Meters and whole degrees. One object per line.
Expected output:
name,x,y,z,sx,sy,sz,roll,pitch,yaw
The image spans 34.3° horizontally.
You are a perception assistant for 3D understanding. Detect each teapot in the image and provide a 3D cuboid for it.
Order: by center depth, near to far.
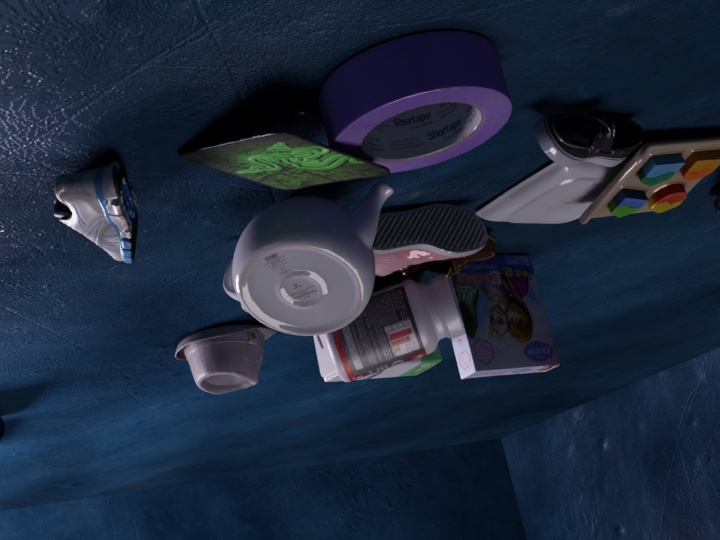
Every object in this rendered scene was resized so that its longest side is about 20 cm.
teapot,-0.072,-0.023,1.500,0.196,0.147,0.199,10,134,-5

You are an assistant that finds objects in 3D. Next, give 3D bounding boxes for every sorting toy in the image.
sorting toy,0.431,-0.127,1.666,0.197,0.037,0.186,-12,155,-27

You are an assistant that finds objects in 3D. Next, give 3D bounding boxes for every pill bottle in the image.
pill bottle,0.049,0.082,1.735,0.197,0.118,0.116,-19,163,4

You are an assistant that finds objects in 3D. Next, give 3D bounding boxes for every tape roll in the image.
tape roll,0.058,-0.174,1.233,0.197,0.067,0.200,-13,164,-4

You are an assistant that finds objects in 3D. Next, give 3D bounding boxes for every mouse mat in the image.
mouse mat,-0.085,-0.116,1.264,0.159,0.008,0.198,15,166,-40

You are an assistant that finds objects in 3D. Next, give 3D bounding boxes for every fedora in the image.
fedora,-0.230,0.161,2.046,0.174,0.092,0.200,-19,163,17

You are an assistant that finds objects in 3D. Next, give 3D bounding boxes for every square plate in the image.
square plate,0.300,-0.111,1.699,0.198,0.029,0.197,-1,160,-37

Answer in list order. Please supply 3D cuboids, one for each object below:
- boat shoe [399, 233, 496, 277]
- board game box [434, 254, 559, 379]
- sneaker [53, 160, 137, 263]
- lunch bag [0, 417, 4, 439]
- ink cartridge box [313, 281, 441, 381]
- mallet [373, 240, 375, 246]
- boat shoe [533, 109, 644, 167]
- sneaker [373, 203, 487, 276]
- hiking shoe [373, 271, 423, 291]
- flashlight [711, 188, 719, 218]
boat shoe,0.129,-0.021,1.782,0.198,0.069,0.072,-1,160,-36
board game box,0.226,0.073,1.935,0.198,0.203,0.041,-1,160,-38
sneaker,-0.299,-0.066,1.313,0.085,0.076,0.201,-2,157,-3
lunch bag,-0.735,0.301,2.127,0.148,0.096,0.200,-13,173,-12
ink cartridge box,0.024,0.102,1.958,0.198,0.148,0.084,-2,161,-36
mallet,0.000,0.000,1.623,0.065,0.042,0.200,19,156,-12
boat shoe,0.289,-0.168,1.439,0.198,0.071,0.066,4,149,-48
sneaker,0.076,-0.041,1.666,0.197,0.077,0.105,-3,161,-19
hiking shoe,0.015,0.005,1.762,0.197,0.077,0.101,-5,165,-24
flashlight,0.597,-0.125,1.826,0.067,0.069,0.200,-19,162,7
